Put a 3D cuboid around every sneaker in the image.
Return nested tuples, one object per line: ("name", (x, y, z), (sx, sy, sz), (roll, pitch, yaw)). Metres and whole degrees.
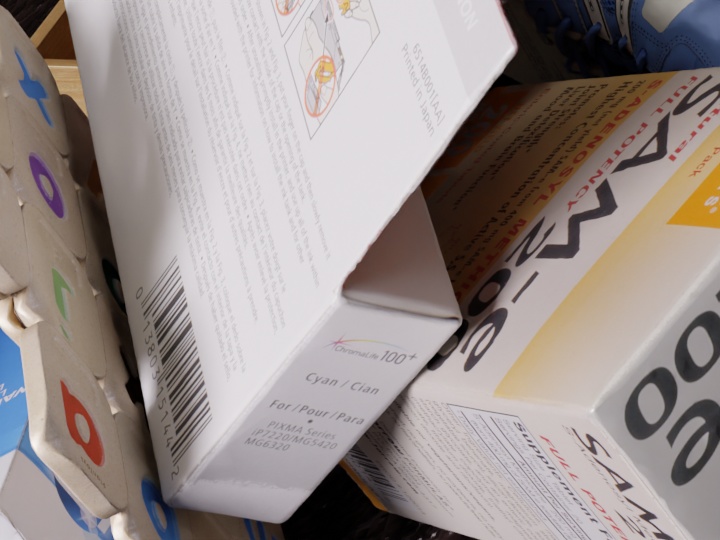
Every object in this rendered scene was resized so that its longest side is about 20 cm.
("sneaker", (0.101, -0.080, 0.691), (0.077, 0.076, 0.201), (-35, 38, 12))

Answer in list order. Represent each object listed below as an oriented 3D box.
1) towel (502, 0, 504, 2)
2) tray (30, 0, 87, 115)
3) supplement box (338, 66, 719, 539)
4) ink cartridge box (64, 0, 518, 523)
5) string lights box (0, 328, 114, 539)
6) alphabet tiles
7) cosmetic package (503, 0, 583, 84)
("towel", (-0.010, -0.075, 0.740), (0.147, 0.030, 0.200), (-50, 23, 5))
("tray", (-0.041, -0.094, 0.940), (0.198, 0.037, 0.099), (4, 33, 13))
("supplement box", (0.067, 0.011, 0.593), (0.126, 0.074, 0.200), (-47, 21, -18))
("ink cartridge box", (-0.015, -0.063, 0.586), (0.176, 0.044, 0.201), (-51, 41, 37))
("string lights box", (-0.087, 0.072, 0.696), (0.059, 0.103, 0.200), (-32, 20, 16))
("alphabet tiles", (-0.074, 0.017, 0.625), (0.015, 0.200, 0.196), (-26, 42, 8))
("cosmetic package", (0.062, -0.143, 0.859), (0.104, 0.073, 0.200), (-44, 40, -10))
